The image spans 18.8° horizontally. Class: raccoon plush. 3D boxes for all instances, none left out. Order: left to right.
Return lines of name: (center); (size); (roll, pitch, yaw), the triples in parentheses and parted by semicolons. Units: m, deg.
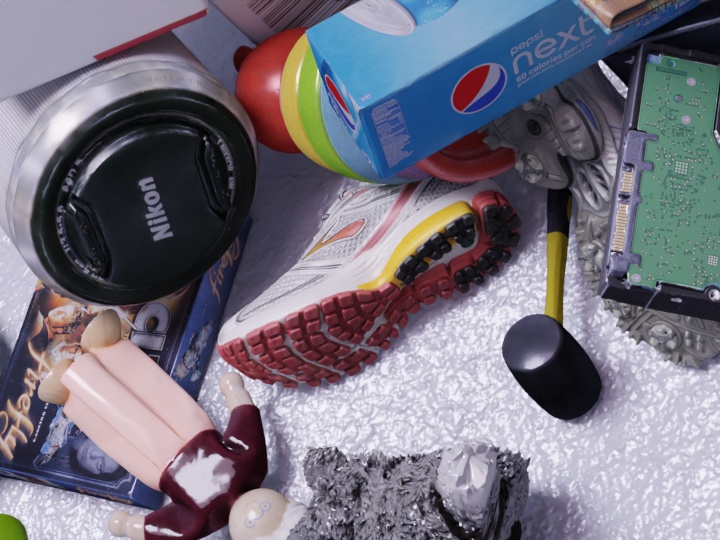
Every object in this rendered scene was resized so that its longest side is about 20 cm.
raccoon plush: (0.018, 0.115, 1.186); (0.133, 0.200, 0.097); (13, 57, 14)

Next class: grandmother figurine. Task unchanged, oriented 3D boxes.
grandmother figurine: (-0.106, 0.116, 1.312); (0.200, 0.061, 0.122); (37, 91, 22)

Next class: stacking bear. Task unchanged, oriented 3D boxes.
stacking bear: (0.001, -0.108, 1.297); (0.200, 0.122, 0.114); (4, 48, 52)

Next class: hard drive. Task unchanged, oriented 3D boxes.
hard drive: (0.233, -0.034, 1.153); (0.199, 0.038, 0.140); (11, 71, -2)

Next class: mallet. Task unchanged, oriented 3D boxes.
mallet: (0.110, -0.017, 1.262); (0.041, 0.066, 0.201); (-10, 63, 25)

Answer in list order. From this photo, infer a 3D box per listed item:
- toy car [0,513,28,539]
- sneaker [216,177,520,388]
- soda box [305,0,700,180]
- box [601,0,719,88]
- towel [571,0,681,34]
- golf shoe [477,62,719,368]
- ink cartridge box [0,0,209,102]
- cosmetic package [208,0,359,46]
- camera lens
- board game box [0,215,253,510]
toy car: (-0.281, 0.273, 1.351); (0.200, 0.157, 0.165); (-55, 43, 35)
sneaker: (0.000, 0.000, 1.323); (0.199, 0.078, 0.082); (-32, 49, 5)
soda box: (0.076, -0.134, 1.150); (0.199, 0.064, 0.068); (-29, 54, -7)
box: (0.240, -0.205, 1.233); (0.199, 0.123, 0.199); (-14, 61, 27)
towel: (0.162, -0.200, 1.124); (0.199, 0.022, 0.147); (-27, 53, -21)
golf shoe: (0.156, -0.045, 1.223); (0.078, 0.097, 0.201); (-31, 93, 46)
ink cartridge box: (-0.201, -0.200, 1.305); (0.146, 0.083, 0.200); (-25, 40, -18)
cosmetic package: (-0.055, -0.258, 1.407); (0.166, 0.167, 0.200); (-43, 54, 6)
camera lens: (-0.167, -0.085, 1.352); (0.160, 0.160, 0.200); (-47, 43, 4)
board game box: (-0.160, 0.046, 1.415); (0.135, 0.035, 0.201); (7, 73, 33)
